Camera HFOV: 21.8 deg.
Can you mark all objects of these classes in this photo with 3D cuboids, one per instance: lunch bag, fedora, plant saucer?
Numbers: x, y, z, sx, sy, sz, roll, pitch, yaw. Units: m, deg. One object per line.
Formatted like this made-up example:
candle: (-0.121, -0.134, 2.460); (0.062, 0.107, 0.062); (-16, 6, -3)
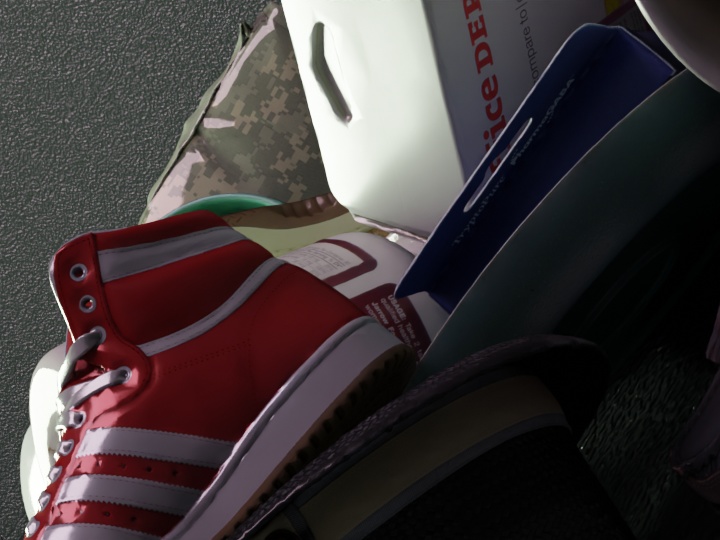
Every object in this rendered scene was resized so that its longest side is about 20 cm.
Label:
lunch bag: (-0.014, -0.040, 1.076); (0.164, 0.200, 0.118); (-58, 9, 5)
fedora: (0.022, 0.115, 0.585); (0.200, 0.092, 0.201); (-34, -23, -16)
plant saucer: (0.086, 0.007, 0.677); (0.200, 0.027, 0.200); (-44, -17, -17)

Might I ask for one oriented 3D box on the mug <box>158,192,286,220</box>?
mug: (-0.042, 0.060, 0.961); (0.152, 0.186, 0.114); (-14, -14, 21)

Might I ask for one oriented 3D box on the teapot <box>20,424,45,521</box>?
teapot: (-0.115, 0.156, 1.147); (0.200, 0.197, 0.147); (6, -102, -69)

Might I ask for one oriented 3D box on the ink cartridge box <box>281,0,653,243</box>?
ink cartridge box: (0.070, -0.120, 0.749); (0.200, 0.145, 0.085); (-37, 38, -29)

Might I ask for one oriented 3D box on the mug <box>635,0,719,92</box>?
mug: (0.174, -0.134, 0.623); (0.153, 0.186, 0.150); (-71, -14, -73)

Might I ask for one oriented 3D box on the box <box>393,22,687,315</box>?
box: (0.094, -0.035, 0.706); (0.121, 0.032, 0.200); (-55, -20, 21)

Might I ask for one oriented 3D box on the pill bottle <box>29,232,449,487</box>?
pill bottle: (-0.023, 0.049, 0.756); (0.200, 0.110, 0.110); (-22, -12, -31)

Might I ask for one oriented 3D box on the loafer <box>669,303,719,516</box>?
loafer: (0.144, -0.021, 0.543); (0.200, 0.063, 0.072); (-56, 8, 15)

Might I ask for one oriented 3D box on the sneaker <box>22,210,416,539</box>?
sneaker: (-0.087, 0.065, 0.606); (0.200, 0.112, 0.071); (-44, -19, -20)

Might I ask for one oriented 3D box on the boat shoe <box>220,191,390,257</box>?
boat shoe: (0.000, 0.000, 0.865); (0.199, 0.076, 0.072); (-14, 0, -4)
